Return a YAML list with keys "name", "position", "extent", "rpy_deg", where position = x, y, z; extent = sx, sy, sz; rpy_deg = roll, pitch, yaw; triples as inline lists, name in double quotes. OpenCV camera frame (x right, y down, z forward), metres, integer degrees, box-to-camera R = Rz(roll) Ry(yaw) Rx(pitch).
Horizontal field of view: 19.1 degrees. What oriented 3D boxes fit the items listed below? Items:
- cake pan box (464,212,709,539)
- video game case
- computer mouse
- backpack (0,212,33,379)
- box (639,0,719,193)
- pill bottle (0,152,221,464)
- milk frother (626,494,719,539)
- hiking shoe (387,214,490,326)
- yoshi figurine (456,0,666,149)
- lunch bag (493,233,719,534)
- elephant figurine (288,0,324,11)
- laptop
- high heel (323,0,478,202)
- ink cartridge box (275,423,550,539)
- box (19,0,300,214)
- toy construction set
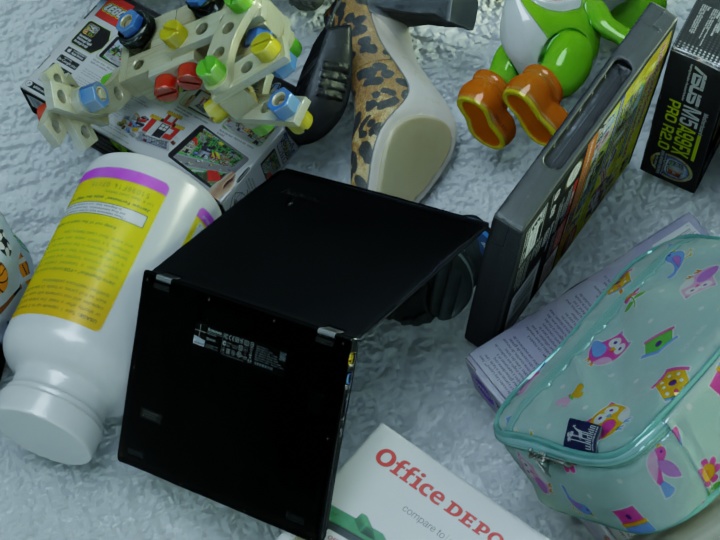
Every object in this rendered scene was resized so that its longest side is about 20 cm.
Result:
- name: "cake pan box"
  position: [0.193, 0.079, 1.369]
  extent: [0.184, 0.052, 0.200]
  rpy_deg: [-33, 59, -12]
- name: "video game case"
  position: [0.133, -0.055, 1.375]
  extent: [0.025, 0.200, 0.181]
  rpy_deg: [33, 69, 12]
- name: "computer mouse"
  position: [-0.008, -0.178, 1.512]
  extent: [0.034, 0.059, 0.200]
  rpy_deg: [21, 77, -11]
- name: "backpack"
  position: [-0.324, 0.014, 1.459]
  extent: [0.200, 0.154, 0.191]
  rpy_deg: [14, 52, 22]
- name: "box"
  position: [0.257, -0.173, 1.444]
  extent: [0.044, 0.160, 0.200]
  rpy_deg: [25, 65, 11]
- name: "pill bottle"
  position: [-0.175, 0.027, 1.441]
  extent: [0.104, 0.104, 0.200]
  rpy_deg: [14, 62, 19]
- name: "milk frother"
  position: [0.248, 0.183, 1.198]
  extent: [0.188, 0.200, 0.181]
  rpy_deg: [-30, 71, -11]
- name: "hiking shoe"
  position: [0.000, 0.000, 1.446]
  extent: [0.200, 0.074, 0.087]
  rpy_deg: [2, 25, 30]
- name: "yoshi figurine"
  position: [0.158, -0.163, 1.496]
  extent: [0.112, 0.112, 0.200]
  rpy_deg: [31, 66, 8]
- name: "lunch bag"
  position: [0.178, 0.064, 1.274]
  extent: [0.200, 0.077, 0.160]
  rpy_deg: [-43, 26, -19]
- name: "elephant figurine"
  position: [-0.104, -0.277, 1.562]
  extent: [0.200, 0.142, 0.155]
  rpy_deg: [19, 61, -6]
- name: "laptop"
  position: [-0.040, 0.047, 1.361]
  extent: [0.187, 0.116, 0.200]
  rpy_deg: [17, 101, 41]
- name: "high heel"
  position: [0.002, -0.114, 1.537]
  extent: [0.143, 0.071, 0.200]
  rpy_deg: [8, 75, 48]
- name: "ink cartridge box"
  position: [0.009, 0.214, 1.301]
  extent: [0.146, 0.084, 0.200]
  rpy_deg: [33, 70, 26]
- name: "box"
  position: [-0.140, -0.122, 1.566]
  extent: [0.200, 0.035, 0.110]
  rpy_deg: [30, 69, 26]
- name: "toy construction set"
  position: [-0.126, -0.136, 1.489]
  extent: [0.200, 0.092, 0.131]
  rpy_deg: [-9, 55, 16]
